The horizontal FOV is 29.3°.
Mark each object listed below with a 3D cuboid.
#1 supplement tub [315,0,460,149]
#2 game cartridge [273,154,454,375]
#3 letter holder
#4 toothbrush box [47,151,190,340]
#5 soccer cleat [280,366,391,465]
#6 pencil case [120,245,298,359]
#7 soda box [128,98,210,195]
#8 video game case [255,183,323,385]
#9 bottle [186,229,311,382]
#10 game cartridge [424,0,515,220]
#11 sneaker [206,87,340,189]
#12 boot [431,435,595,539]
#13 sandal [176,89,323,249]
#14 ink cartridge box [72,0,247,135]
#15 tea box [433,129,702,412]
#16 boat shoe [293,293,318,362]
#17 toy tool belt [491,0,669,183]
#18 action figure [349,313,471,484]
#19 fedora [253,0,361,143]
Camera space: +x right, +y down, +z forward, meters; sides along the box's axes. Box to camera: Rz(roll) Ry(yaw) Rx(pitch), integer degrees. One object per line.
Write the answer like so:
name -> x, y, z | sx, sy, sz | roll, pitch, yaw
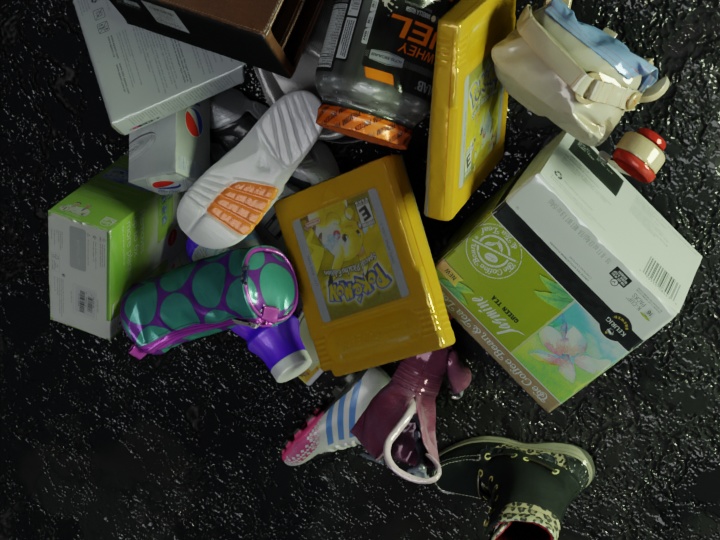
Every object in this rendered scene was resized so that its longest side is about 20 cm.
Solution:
supplement tub -> 0.027, -0.228, 1.352 | 0.121, 0.122, 0.202 | 16, 92, 17
game cartridge -> 0.000, 0.000, 1.444 | 0.175, 0.032, 0.202 | -19, 86, 41
letter holder -> -0.139, -0.302, 1.378 | 0.198, 0.101, 0.143 | 21, 80, 18
toothbrush box -> -0.272, -0.037, 1.594 | 0.085, 0.200, 0.147 | 17, 122, 15
soccer cleat -> -0.023, 0.194, 1.680 | 0.086, 0.070, 0.200 | 42, 125, 0
pencil case -> -0.167, 0.035, 1.496 | 0.199, 0.093, 0.085 | -16, 144, 35
soda box -> -0.208, -0.189, 1.503 | 0.068, 0.063, 0.202 | -8, 75, 29
video game case -> -0.072, 0.018, 1.639 | 0.182, 0.023, 0.200 | 42, 125, -1
bottle -> -0.123, 0.031, 1.568 | 0.201, 0.083, 0.065 | 60, 150, 18
game cartridge -> 0.111, -0.174, 1.353 | 0.032, 0.176, 0.202 | 15, 122, 18
sneaker -> -0.117, -0.119, 1.558 | 0.199, 0.075, 0.114 | 33, 126, 13
boot -> 0.155, 0.260, 1.580 | 0.202, 0.154, 0.074 | -4, 114, 27
sandal -> -0.106, -0.105, 1.461 | 0.079, 0.059, 0.207 | 45, 104, 1
ink cartridge box -> -0.197, -0.270, 1.456 | 0.198, 0.043, 0.198 | -21, 72, 6
tea box -> 0.206, -0.001, 1.427 | 0.200, 0.134, 0.197 | 44, 127, -2
boat shoe -> -0.045, 0.014, 1.586 | 0.066, 0.057, 0.202 | -1, 126, -15
toy tool belt -> 0.231, -0.189, 1.319 | 0.199, 0.125, 0.123 | 37, 89, 12
action figure -> 0.056, 0.126, 1.557 | 0.133, 0.149, 0.202 | 18, 90, 1
fedora -> -0.051, -0.215, 1.461 | 0.176, 0.090, 0.200 | -37, 97, 35
